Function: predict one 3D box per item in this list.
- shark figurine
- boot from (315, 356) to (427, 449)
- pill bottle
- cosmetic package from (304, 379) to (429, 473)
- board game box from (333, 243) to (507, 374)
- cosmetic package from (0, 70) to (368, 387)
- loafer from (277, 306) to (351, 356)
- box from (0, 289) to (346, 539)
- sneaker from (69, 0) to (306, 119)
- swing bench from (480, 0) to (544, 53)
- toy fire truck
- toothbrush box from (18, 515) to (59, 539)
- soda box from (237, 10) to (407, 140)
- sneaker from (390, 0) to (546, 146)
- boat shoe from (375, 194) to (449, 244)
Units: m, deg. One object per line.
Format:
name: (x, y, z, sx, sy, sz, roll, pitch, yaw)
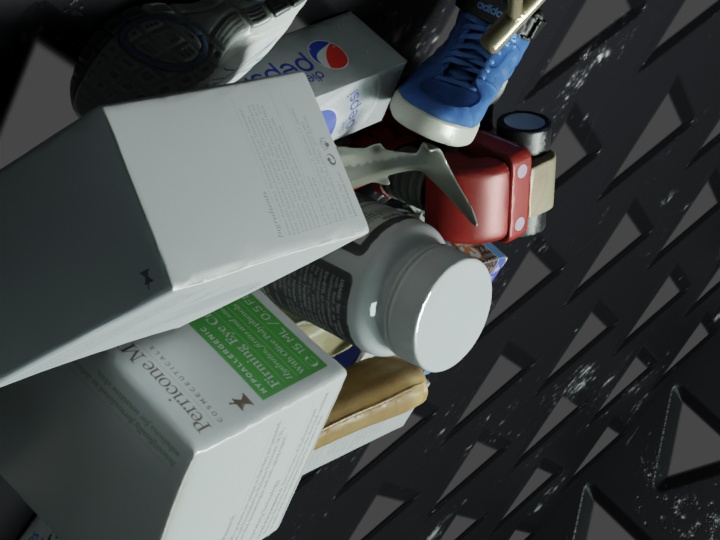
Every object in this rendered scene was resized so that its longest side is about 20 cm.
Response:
shark figurine: (-0.028, -0.051, 1.344, 0.212, 0.128, 0.091, -10, 108, -7)
boot: (-0.065, 0.132, 1.572, 0.199, 0.174, 0.067, -25, 113, -38)
pill bottle: (0.000, 0.000, 1.414, 0.113, 0.199, 0.114, -29, 132, -38)
cosmetic package: (-0.030, 0.129, 1.793, 0.199, 0.102, 0.074, -22, 150, -51)
board game box: (0.024, 0.030, 1.722, 0.199, 0.097, 0.160, -13, 141, -57)
cosmetic package: (-0.141, -0.028, 1.144, 0.198, 0.124, 0.199, -26, 177, 37)
loafer: (-0.088, 0.080, 1.511, 0.198, 0.069, 0.076, -20, 145, 9)
box: (-0.156, 0.109, 1.358, 0.171, 0.199, 0.201, -26, 150, -43)
sneaker: (-0.110, -0.141, 1.179, 0.199, 0.075, 0.087, -33, 161, -32)
swing bench: (0.086, -0.287, 1.115, 0.200, 0.199, 0.130, -41, 159, -17)
toy fire truck: (0.040, -0.089, 1.443, 0.199, 0.175, 0.130, -24, 127, -38)
toothbrush box: (-0.197, 0.271, 1.571, 0.146, 0.200, 0.086, -53, 160, 15)
soda box: (-0.058, -0.127, 1.312, 0.199, 0.068, 0.064, -28, 153, -44)
sneaker: (0.087, -0.172, 1.374, 0.112, 0.076, 0.200, -67, 169, 25)
boat shoe: (0.030, -0.030, 1.570, 0.199, 0.075, 0.062, -31, 172, -33)
